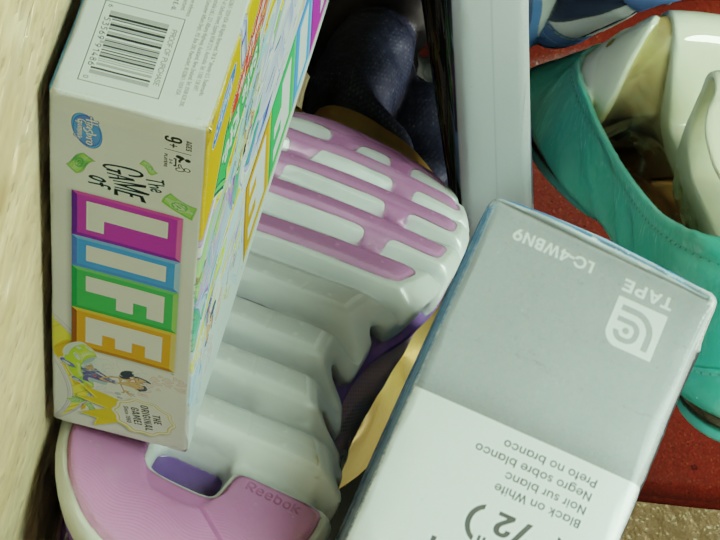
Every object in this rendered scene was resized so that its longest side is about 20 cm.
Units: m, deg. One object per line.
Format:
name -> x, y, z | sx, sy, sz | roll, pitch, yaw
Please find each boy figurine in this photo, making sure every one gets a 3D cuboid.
boy figurine -> 0.000, 0.000, 0.897 | 0.064, 0.124, 0.201 | -23, -145, 33

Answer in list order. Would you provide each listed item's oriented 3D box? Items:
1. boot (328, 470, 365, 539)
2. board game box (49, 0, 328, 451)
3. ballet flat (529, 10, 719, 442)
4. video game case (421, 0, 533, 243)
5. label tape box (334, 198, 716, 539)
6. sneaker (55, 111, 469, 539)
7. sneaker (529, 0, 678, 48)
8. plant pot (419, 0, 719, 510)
boot -> 0.022, 0.123, 1.055 | 0.187, 0.064, 0.201 | -86, 177, -46
board game box -> -0.027, -0.078, 0.678 | 0.135, 0.034, 0.201 | 99, 6, -59
ballet flat -> 0.094, -0.030, 0.809 | 0.200, 0.067, 0.071 | -111, -148, -58
video game case -> 0.027, -0.112, 0.833 | 0.200, 0.023, 0.183 | 84, -1, -61
label tape box -> 0.012, 0.102, 0.717 | 0.143, 0.066, 0.201 | 106, 6, -68
sneaker -> -0.032, 0.036, 0.771 | 0.201, 0.080, 0.089 | -63, 173, -50
sneaker -> 0.079, -0.105, 0.841 | 0.200, 0.082, 0.075 | -119, -160, -86
plant pot -> 0.076, -0.015, 1.187 | 0.200, 0.175, 0.201 | -61, 146, -79
